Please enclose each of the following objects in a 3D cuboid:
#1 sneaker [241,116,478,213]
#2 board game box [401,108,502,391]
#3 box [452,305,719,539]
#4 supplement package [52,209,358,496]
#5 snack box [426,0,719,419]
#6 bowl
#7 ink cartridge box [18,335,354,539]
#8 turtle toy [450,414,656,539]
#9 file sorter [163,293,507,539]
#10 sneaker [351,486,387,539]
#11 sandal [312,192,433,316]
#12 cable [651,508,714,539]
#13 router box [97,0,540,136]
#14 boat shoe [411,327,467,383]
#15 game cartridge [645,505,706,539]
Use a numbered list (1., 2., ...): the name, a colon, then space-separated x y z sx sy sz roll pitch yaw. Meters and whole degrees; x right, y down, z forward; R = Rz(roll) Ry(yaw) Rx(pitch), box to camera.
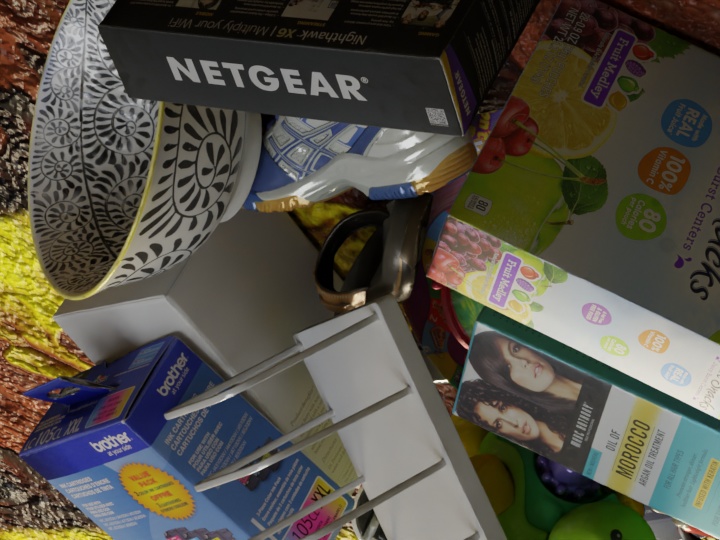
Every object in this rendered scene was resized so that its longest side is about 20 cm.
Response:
1. sneaker: -0.016 -0.088 1.236 0.199 0.075 0.089 -7 109 44
2. board game box: 0.091 0.008 1.210 0.157 0.039 0.201 29 121 23
3. box: 0.154 0.080 1.159 0.199 0.049 0.083 24 137 13
4. supplement package: -0.081 0.049 1.391 0.119 0.122 0.200 -10 128 44
5. snack box: 0.159 -0.031 1.075 0.199 0.169 0.068 26 149 5
6. bowl: -0.119 -0.079 1.246 0.093 0.203 0.200 7 156 -30
7. ink cartridge box: -0.123 0.123 1.344 0.200 0.077 0.136 46 143 -18
8. turtle toy: 0.127 0.153 1.278 0.101 0.200 0.146 -29 108 11
9. file sorter: -0.013 0.139 1.237 0.201 0.124 0.139 65 155 -1
10. sneaker: 0.081 0.217 1.538 0.199 0.075 0.081 32 159 2
11. sandal: 0.000 0.000 1.277 0.054 0.083 0.200 11 165 -6
12. cable: 0.276 0.164 1.302 0.199 0.050 0.098 25 118 0
13. router box: -0.010 -0.148 1.064 0.198 0.158 0.052 9 140 28
14. boat shoe: 0.115 0.032 1.278 0.198 0.072 0.063 -7 88 27
15. game cartridge: 0.151 0.132 1.401 0.199 0.041 0.133 -16 128 46
